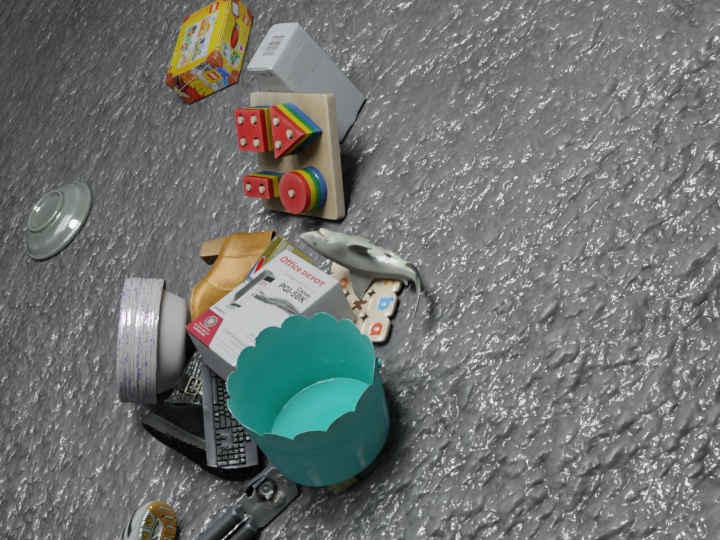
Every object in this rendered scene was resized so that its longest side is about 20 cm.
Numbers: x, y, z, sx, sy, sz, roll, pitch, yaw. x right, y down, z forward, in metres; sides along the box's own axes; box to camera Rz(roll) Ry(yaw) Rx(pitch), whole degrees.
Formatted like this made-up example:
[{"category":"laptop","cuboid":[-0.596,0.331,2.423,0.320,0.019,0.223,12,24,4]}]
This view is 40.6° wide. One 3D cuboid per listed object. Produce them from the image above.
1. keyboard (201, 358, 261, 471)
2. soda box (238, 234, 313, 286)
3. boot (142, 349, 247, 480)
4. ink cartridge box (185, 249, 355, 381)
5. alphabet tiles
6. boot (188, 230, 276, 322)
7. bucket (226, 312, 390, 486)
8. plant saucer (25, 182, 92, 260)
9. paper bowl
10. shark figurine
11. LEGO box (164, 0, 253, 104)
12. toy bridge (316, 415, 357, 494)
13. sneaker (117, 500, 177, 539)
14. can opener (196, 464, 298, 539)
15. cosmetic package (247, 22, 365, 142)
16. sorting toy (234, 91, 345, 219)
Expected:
[{"category":"keyboard","cuboid":[-0.165,0.198,1.413,0.126,0.021,0.201,-2,50,-11]},{"category":"soda box","cuboid":[-0.162,0.044,1.535,0.201,0.064,0.068,-55,17,-4]},{"category":"boot","cuboid":[-0.216,0.209,1.465,0.210,0.080,0.158,21,60,33]},{"category":"ink cartridge box","cuboid":[-0.130,0.076,1.413,0.200,0.083,0.146,-39,40,-21]},{"category":"alphabet tiles","cuboid":[-0.023,0.056,1.462,0.194,0.015,0.202,-6,56,39]},{"category":"boot","cuboid":[-0.202,0.030,1.601,0.142,0.071,0.204,-5,69,20]},{"category":"bucket","cuboid":[-0.061,0.171,1.278,0.205,0.135,0.209,-10,45,11]},{"category":"plant saucer","cuboid":[-0.677,-0.119,2.138,0.199,0.050,0.202,-23,47,27]},{"category":"paper bowl","cuboid":[-0.333,0.114,1.575,0.103,0.202,0.202,3,49,-9]},{"category":"shark figurine","cuboid":[0.021,0.007,1.413,0.213,0.128,0.090,24,102,30]},{"category":"LEGO box","cuboid":[-0.322,-0.475,2.081,0.148,0.077,0.202,-16,50,31]},{"category":"toy bridge","cuboid":[-0.066,0.231,1.355,0.067,0.027,0.201,-40,43,10]},{"category":"sneaker","cuboid":[-0.327,0.435,1.406,0.087,0.075,0.202,-19,43,50]},{"category":"can opener","cuboid":[-0.167,0.345,1.351,0.200,0.053,0.067,-44,9,6]},{"category":"cosmetic package","cuboid":[-0.090,-0.319,1.665,0.074,0.200,0.102,12,65,46]},{"category":"sorting toy","cuboid":[-0.124,-0.188,1.601,0.069,0.202,0.198,-19,21,-41]}]
